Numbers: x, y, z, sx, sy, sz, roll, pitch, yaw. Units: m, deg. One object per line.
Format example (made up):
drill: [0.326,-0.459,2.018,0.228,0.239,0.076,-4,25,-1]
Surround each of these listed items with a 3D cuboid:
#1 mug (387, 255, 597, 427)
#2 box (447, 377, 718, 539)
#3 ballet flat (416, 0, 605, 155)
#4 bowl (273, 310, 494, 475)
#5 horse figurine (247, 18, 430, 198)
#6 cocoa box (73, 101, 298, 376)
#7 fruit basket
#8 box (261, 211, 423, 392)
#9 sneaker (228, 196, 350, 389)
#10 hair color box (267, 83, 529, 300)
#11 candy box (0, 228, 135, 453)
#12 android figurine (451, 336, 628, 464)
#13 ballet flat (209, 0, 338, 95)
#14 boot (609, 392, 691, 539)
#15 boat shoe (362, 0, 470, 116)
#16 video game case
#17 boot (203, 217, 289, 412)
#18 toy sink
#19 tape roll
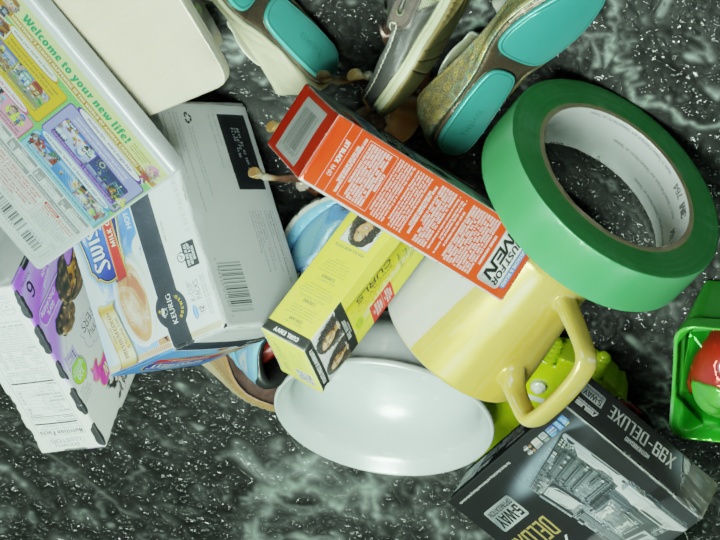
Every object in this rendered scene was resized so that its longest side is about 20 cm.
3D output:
mug: [0.138,0.021,1.737,0.187,0.149,0.153,46,120,6]
box: [0.193,0.196,1.791,0.158,0.050,0.200,40,137,-3]
ballet flat: [0.113,-0.179,1.619,0.071,0.071,0.200,34,117,-16]
bowl: [0.027,0.100,1.846,0.200,0.091,0.201,7,146,5]
horse figurine: [-0.005,-0.122,1.690,0.132,0.050,0.200,13,132,-46]
cocoa box: [-0.153,-0.027,1.711,0.131,0.133,0.201,-22,80,30]
fruit basket: [0.364,0.120,1.733,0.214,0.216,0.156,4,132,10]
box: [0.000,0.000,1.697,0.050,0.200,0.075,26,156,28]
sneaker: [-0.040,0.023,1.770,0.078,0.090,0.200,18,117,-34]
hair color box: [0.034,-0.063,1.601,0.200,0.111,0.064,32,97,-23]
candy box: [-0.273,0.035,1.831,0.071,0.168,0.201,-8,129,22]
android figurine: [0.176,0.135,1.900,0.181,0.041,0.200,19,134,-3]
ballet flat: [-0.094,-0.218,1.643,0.069,0.070,0.200,-19,125,27]
boot: [0.237,0.196,1.857,0.203,0.074,0.154,27,138,-6]
boat shoe: [0.050,-0.218,1.584,0.066,0.072,0.201,33,109,7]
video game case: [-0.264,-0.118,1.630,0.182,0.022,0.200,-32,104,35]
boot: [-0.075,0.040,1.856,0.199,0.073,0.166,29,124,-24]
toy sink: [-0.195,-0.199,1.637,0.199,0.112,0.131,-19,115,31]
tape roll: [0.191,-0.061,1.614,0.200,0.201,0.048,29,132,-13]
